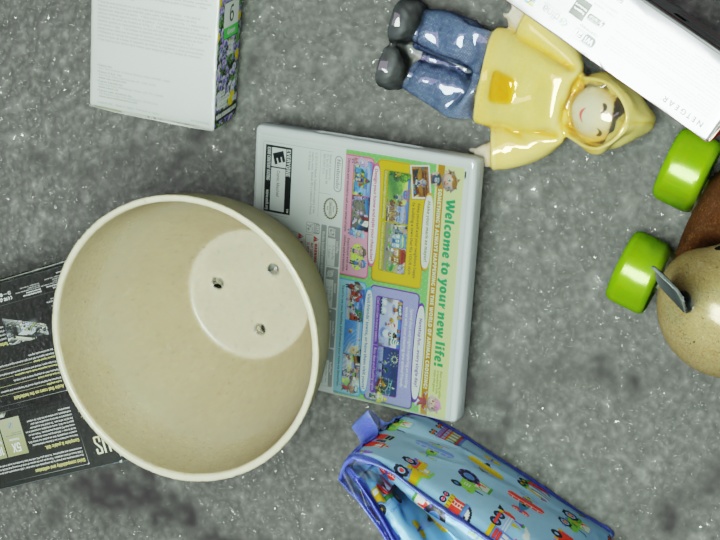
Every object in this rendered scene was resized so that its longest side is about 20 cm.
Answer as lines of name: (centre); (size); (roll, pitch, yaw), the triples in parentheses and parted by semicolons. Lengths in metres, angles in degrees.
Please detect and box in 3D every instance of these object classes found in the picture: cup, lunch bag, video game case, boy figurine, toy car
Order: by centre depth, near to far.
toy car: (0.247, 0.006, 0.992); (0.163, 0.200, 0.159); (26, 106, 13)
boy figurine: (0.111, -0.126, 1.092); (0.198, 0.064, 0.126); (24, 104, 18)
lunch bag: (0.072, 0.173, 1.102); (0.200, 0.150, 0.094); (44, 109, 8)
cup: (-0.102, 0.032, 1.106); (0.198, 0.143, 0.203); (4, 105, 16)
video game case: (0.000, 0.000, 1.149); (0.180, 0.022, 0.202); (11, 108, 24)

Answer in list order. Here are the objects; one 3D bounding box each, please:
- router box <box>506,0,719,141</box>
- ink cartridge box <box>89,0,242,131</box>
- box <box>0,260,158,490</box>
router box: (0.170, -0.165, 1.004); (0.199, 0.179, 0.049); (37, 107, 11)
ink cartridge box: (-0.145, -0.215, 1.151); (0.108, 0.050, 0.202); (13, 114, 16)
box: (-0.236, 0.076, 1.226); (0.198, 0.086, 0.166); (-15, 93, 20)
